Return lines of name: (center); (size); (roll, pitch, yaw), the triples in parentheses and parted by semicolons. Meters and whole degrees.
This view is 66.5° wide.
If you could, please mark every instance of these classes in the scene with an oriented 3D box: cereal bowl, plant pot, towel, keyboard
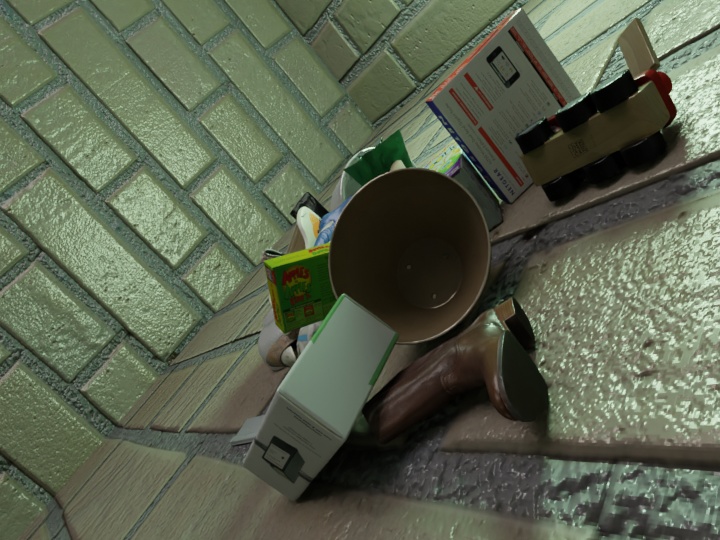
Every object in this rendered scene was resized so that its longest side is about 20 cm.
cereal bowl: (-0.149, 0.108, 1.166); (0.199, 0.083, 0.201); (-43, 14, 13)
plant pot: (0.072, -0.007, 0.691); (0.199, 0.202, 0.134); (-41, -21, 9)
towel: (-0.122, -0.014, 1.209); (0.191, 0.193, 0.033); (-172, 95, -81)
keyboard: (-0.165, 0.263, 0.926); (0.198, 0.011, 0.056); (-29, 17, 50)

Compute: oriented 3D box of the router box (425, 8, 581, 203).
router box: (0.224, -0.240, 0.820); (0.179, 0.201, 0.049); (-42, 14, 5)

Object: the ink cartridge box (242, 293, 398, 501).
ink cartridge box: (-0.049, 0.150, 0.626); (0.147, 0.083, 0.202); (-56, -3, -42)

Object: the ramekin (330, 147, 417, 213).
ramekin: (0.035, -0.124, 1.067); (0.202, 0.200, 0.097); (-50, 9, -27)

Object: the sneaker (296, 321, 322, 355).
sneaker: (-0.046, 0.123, 0.869); (0.199, 0.075, 0.083); (13, 83, 68)

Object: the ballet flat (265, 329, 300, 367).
ballet flat: (-0.100, 0.132, 1.004); (0.199, 0.067, 0.068); (-42, 41, 18)

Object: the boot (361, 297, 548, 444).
boot: (0.072, 0.121, 0.515); (0.198, 0.065, 0.186); (-36, 3, 23)

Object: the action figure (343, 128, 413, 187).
action figure: (0.068, -0.134, 0.980); (0.116, 0.202, 0.055); (-29, 24, 13)

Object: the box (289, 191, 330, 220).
box: (-0.060, -0.073, 1.157); (0.050, 0.199, 0.158); (-48, 9, -4)

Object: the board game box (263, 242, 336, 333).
board game box: (-0.044, 0.013, 0.855); (0.195, 0.105, 0.047); (-17, 20, -24)

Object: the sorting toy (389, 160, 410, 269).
sorting toy: (0.058, -0.060, 0.873); (0.035, 0.207, 0.186); (-3, 18, 1)

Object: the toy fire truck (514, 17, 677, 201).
toy fire truck: (0.307, -0.210, 0.696); (0.199, 0.131, 0.175); (-39, 8, -34)

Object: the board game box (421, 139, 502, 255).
board game box: (0.157, -0.128, 0.901); (0.102, 0.105, 0.201); (-37, 15, 26)

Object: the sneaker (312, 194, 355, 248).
sneaker: (-0.041, -0.044, 0.921); (0.202, 0.079, 0.089); (-52, 31, -9)

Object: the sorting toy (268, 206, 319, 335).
sorting toy: (-0.108, 0.023, 1.018); (0.182, 0.104, 0.204); (-81, 14, -58)
